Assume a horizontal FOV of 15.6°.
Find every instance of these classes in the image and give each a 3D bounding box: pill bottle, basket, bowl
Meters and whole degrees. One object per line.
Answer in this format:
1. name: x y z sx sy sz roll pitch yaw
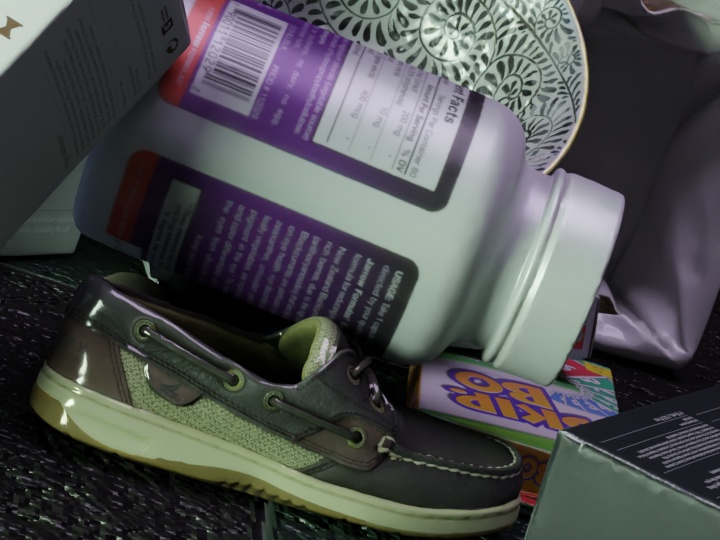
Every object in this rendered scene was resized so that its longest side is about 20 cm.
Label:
1. pill bottle: -0.003 -0.030 1.033 0.199 0.112 0.111 23 13 -1
2. basket: 0.135 -0.067 1.414 0.135 0.201 0.123 17 9 -8
3. bowl: 0.001 -0.090 1.255 0.200 0.094 0.202 10 57 -16

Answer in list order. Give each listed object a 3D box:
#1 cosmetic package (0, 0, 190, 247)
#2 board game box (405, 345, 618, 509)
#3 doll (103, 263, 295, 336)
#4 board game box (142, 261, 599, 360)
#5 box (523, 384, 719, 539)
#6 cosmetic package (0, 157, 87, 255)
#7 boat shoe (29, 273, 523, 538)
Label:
1. cosmetic package: -0.164 -0.059 0.926 0.107 0.200 0.085 30 -26 22
2. board game box: 0.068 0.064 1.159 0.095 0.030 0.200 18 15 -2
3. doll: -0.026 0.000 1.105 0.199 0.048 0.137 -16 75 -29
4. board game box: 0.000 0.000 1.226 0.199 0.035 0.126 6 14 -12
5. box: 0.161 0.110 0.989 0.141 0.079 0.200 22 13 25
6. cosmetic package: -0.220 -0.080 1.207 0.199 0.091 0.107 29 14 27
7. boat shoe: -0.023 0.050 0.994 0.200 0.066 0.072 14 14 -19
